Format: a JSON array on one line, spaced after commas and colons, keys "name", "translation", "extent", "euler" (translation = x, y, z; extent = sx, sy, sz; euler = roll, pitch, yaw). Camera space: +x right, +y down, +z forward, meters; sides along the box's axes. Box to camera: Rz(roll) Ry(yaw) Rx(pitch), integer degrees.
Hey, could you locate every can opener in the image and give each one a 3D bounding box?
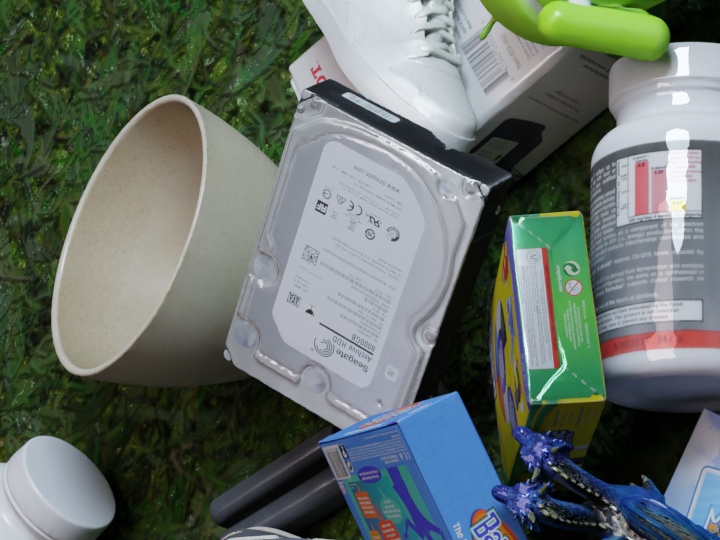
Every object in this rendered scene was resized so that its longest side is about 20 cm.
[{"name": "can opener", "translation": [-0.027, 0.126, 1.471], "extent": [0.200, 0.067, 0.053], "euler": [-34, 56, 21]}]

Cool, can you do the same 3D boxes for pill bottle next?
[{"name": "pill bottle", "translation": [0.192, -0.024, 1.294], "extent": [0.116, 0.116, 0.200], "euler": [-11, 70, 39]}, {"name": "pill bottle", "translation": [-0.275, 0.216, 1.632], "extent": [0.200, 0.112, 0.112], "euler": [-43, 52, 22]}]

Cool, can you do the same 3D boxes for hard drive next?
[{"name": "hard drive", "translation": [0.000, 0.000, 1.365], "extent": [0.140, 0.038, 0.200], "euler": [30, 121, 20]}]

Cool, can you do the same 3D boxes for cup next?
[{"name": "cup", "translation": [-0.100, -0.002, 1.511], "extent": [0.200, 0.143, 0.200], "euler": [-38, 41, 43]}]

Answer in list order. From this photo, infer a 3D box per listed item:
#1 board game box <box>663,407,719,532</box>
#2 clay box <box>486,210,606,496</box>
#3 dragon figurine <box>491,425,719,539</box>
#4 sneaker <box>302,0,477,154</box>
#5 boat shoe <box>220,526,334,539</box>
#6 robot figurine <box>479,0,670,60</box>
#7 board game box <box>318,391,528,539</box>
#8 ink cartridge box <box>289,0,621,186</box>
[{"name": "board game box", "translation": [0.218, 0.199, 1.255], "extent": [0.151, 0.037, 0.200], "euler": [27, 94, 43]}, {"name": "clay box", "translation": [0.106, 0.057, 1.305], "extent": [0.048, 0.200, 0.115], "euler": [-3, 68, -3]}, {"name": "dragon figurine", "translation": [0.163, 0.153, 1.203], "extent": [0.200, 0.099, 0.059], "euler": [33, 100, 25]}, {"name": "sneaker", "translation": [0.038, -0.169, 1.390], "extent": [0.116, 0.074, 0.200], "euler": [-50, 50, 21]}, {"name": "boat shoe", "translation": [-0.015, 0.208, 1.416], "extent": [0.200, 0.063, 0.073], "euler": [9, 92, 28]}, {"name": "robot figurine", "translation": [0.144, -0.206, 1.294], "extent": [0.200, 0.116, 0.176], "euler": [-25, 45, 38]}, {"name": "board game box", "translation": [0.056, 0.176, 1.292], "extent": [0.200, 0.045, 0.152], "euler": [65, 160, 0]}, {"name": "ink cartridge box", "translation": [0.066, -0.130, 1.461], "extent": [0.200, 0.084, 0.145], "euler": [-40, 54, 24]}]
